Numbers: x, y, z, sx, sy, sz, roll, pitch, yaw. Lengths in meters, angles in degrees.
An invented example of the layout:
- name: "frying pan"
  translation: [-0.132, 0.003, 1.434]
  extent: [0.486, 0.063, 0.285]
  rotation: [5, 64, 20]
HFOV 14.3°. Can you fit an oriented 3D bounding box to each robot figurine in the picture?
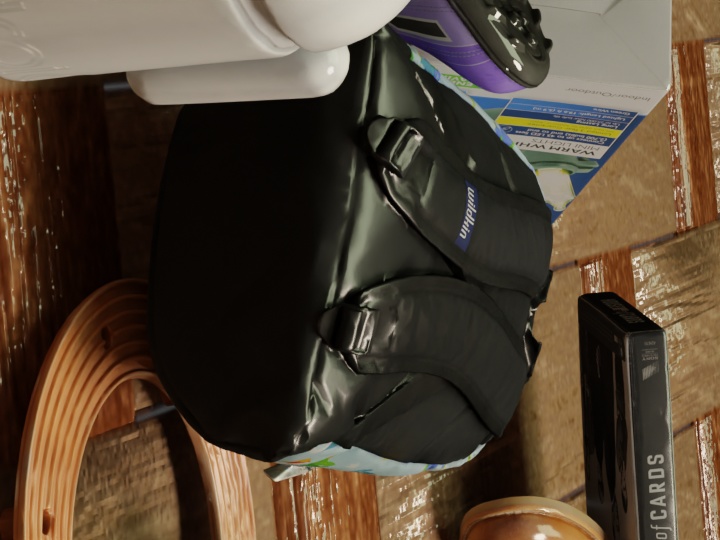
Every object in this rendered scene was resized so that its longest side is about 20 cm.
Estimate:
- name: "robot figurine"
  translation: [-0.058, -0.117, 0.865]
  extent: [0.170, 0.200, 0.113]
  rotation: [66, 28, -42]

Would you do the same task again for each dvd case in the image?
- name: "dvd case"
  translation: [0.135, 0.119, 1.440]
  extent: [0.150, 0.025, 0.200]
  rotation: [-125, -149, -82]

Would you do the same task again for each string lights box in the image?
- name: "string lights box"
  translation: [0.046, -0.068, 1.156]
  extent: [0.200, 0.103, 0.059]
  rotation: [124, -30, -68]

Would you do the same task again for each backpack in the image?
- name: "backpack"
  translation: [0.000, 0.000, 1.056]
  extent: [0.200, 0.154, 0.163]
  rotation: [16, 82, -52]

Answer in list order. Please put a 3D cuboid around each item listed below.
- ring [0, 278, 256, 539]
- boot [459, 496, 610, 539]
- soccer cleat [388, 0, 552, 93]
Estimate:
- name: "ring"
  translation: [-0.081, 0.103, 1.025]
  extent: [0.200, 0.019, 0.201]
  rotation: [-5, 90, -70]
- name: "boot"
  translation: [0.090, 0.215, 1.382]
  extent: [0.200, 0.074, 0.155]
  rotation: [69, 20, -46]
- name: "soccer cleat"
  translation: [-0.013, -0.128, 1.038]
  extent: [0.200, 0.073, 0.068]
  rotation: [48, 17, 9]
